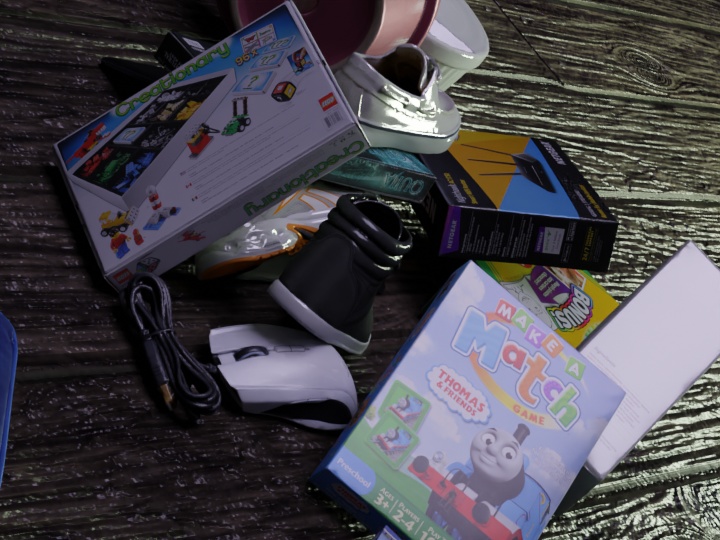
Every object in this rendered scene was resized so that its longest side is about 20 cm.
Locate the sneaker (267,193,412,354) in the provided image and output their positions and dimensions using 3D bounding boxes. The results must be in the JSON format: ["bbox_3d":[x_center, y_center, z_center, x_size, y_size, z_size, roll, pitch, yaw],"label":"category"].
[{"bbox_3d":[0.000,0.000,1.422,0.071,0.099,0.200,42,4,10],"label":"sneaker"}]

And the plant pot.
[{"bbox_3d":[-0.033,-0.238,1.642,0.200,0.200,0.179,39,17,-6],"label":"plant pot"}]

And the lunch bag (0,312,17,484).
[{"bbox_3d":[-0.251,0.078,0.969,0.135,0.132,0.201,29,29,-24],"label":"lunch bag"}]

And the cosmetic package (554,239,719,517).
[{"bbox_3d":[0.200,0.081,1.509,0.200,0.108,0.085,-41,82,-23],"label":"cosmetic package"}]

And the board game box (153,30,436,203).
[{"bbox_3d":[-0.046,-0.112,1.477,0.199,0.028,0.135,11,29,-50],"label":"board game box"}]

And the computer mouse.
[{"bbox_3d":[-0.068,0.061,1.349,0.199,0.044,0.110,14,37,-45],"label":"computer mouse"}]

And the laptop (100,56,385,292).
[{"bbox_3d":[-0.091,-0.076,1.561,0.199,0.117,0.186,25,12,38],"label":"laptop"}]

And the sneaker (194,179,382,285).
[{"bbox_3d":[-0.058,-0.059,1.451,0.199,0.075,0.093,-21,88,-54],"label":"sneaker"}]

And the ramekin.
[{"bbox_3d":[0.017,-0.234,1.839,0.202,0.094,0.203,35,23,-17],"label":"ramekin"}]

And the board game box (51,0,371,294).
[{"bbox_3d":[-0.105,-0.085,1.351,0.127,0.199,0.035,63,6,35],"label":"board game box"}]

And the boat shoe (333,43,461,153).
[{"bbox_3d":[0.034,-0.138,1.521,0.071,0.070,0.199,41,19,22],"label":"boat shoe"}]

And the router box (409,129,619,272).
[{"bbox_3d":[0.119,-0.063,1.675,0.148,0.052,0.200,5,22,-14],"label":"router box"}]

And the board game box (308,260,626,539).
[{"bbox_3d":[0.078,0.114,1.368,0.151,0.037,0.201,39,58,-5],"label":"board game box"}]

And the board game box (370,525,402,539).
[{"bbox_3d":[0.026,0.253,1.199,0.135,0.034,0.200,44,26,0],"label":"board game box"}]

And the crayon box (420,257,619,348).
[{"bbox_3d":[0.158,0.051,1.658,0.173,0.058,0.200,45,26,5],"label":"crayon box"}]
